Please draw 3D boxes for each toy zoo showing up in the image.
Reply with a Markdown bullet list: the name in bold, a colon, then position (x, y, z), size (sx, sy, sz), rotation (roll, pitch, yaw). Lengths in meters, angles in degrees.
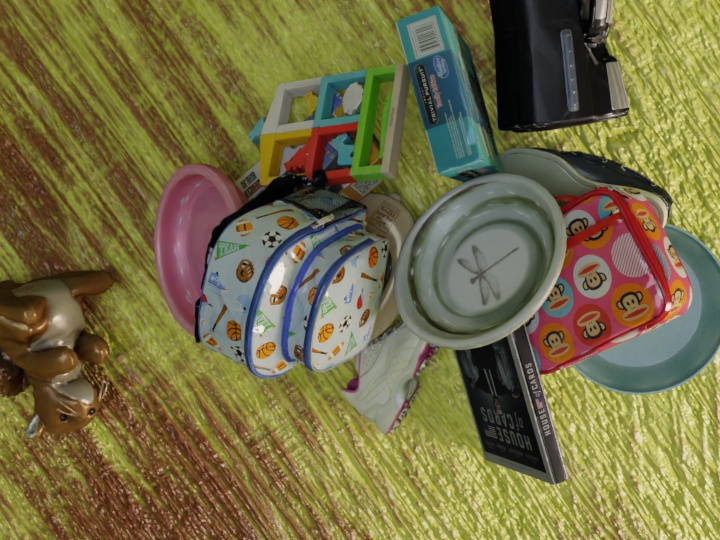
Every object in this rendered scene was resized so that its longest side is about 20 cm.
- **toy zoo**: position (-0.042, -0.157, 0.985), size (0.199, 0.020, 0.132), rotation (-3, 70, 31)

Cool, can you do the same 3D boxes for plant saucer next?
- **plant saucer**: position (0.316, 0.040, 1.005), size (0.199, 0.036, 0.201), rotation (1, 99, 9)
- **plant saucer**: position (-0.173, -0.023, 1.022), size (0.200, 0.051, 0.202), rotation (9, 102, 49)
- **plant saucer**: position (0.129, -0.004, 0.917), size (0.200, 0.200, 0.050), rotation (-42, 135, 12)

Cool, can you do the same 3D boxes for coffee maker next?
- **coffee maker**: position (0.184, -0.250, 0.939), size (0.191, 0.135, 0.201), rotation (-4, 98, 16)

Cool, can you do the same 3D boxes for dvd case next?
- **dvd case**: position (0.159, 0.131, 0.992), size (0.025, 0.150, 0.201), rotation (-18, 96, -21)

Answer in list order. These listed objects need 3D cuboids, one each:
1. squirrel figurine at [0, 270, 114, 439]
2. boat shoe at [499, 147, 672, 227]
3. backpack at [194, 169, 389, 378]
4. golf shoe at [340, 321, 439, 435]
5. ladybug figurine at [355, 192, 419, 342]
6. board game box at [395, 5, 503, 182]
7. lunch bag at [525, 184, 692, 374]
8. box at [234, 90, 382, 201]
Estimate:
- **squirrel figurine**: position (-0.402, 0.109, 1.096), size (0.199, 0.142, 0.188), rotation (0, 109, 23)
- **boat shoe**: position (0.252, -0.097, 0.978), size (0.199, 0.066, 0.075), rotation (20, 127, 32)
- **backpack**: position (-0.070, 0.020, 0.888), size (0.154, 0.190, 0.201), rotation (22, 118, 34)
- **golf shoe**: position (0.040, 0.097, 1.029), size (0.091, 0.075, 0.201), rotation (30, 112, 14)
- **ladybug figurine**: position (0.000, 0.000, 1.027), size (0.135, 0.072, 0.201), rotation (33, 102, 10)
- **board game box**: position (0.097, -0.172, 0.915), size (0.047, 0.200, 0.152), rotation (-15, 89, 15)
- **lunch bag**: position (0.230, 0.000, 0.935), size (0.200, 0.082, 0.177), rotation (-34, 73, 41)
- **box**: position (-0.067, -0.099, 1.014), size (0.200, 0.041, 0.119), rotation (-39, 56, 11)
